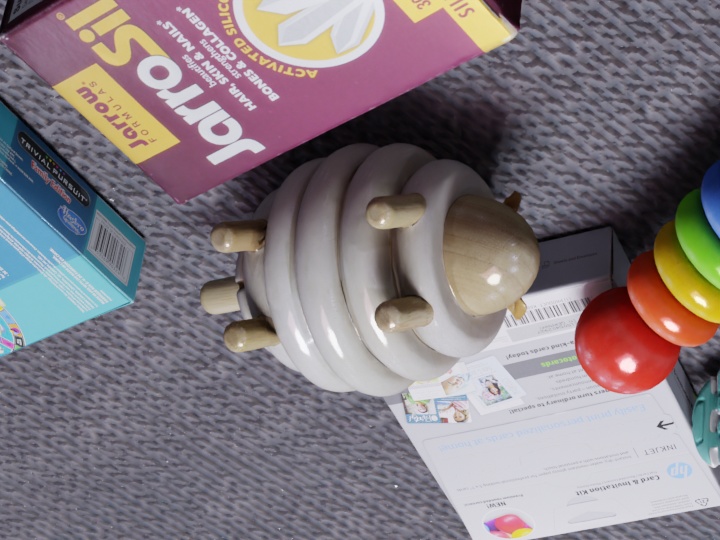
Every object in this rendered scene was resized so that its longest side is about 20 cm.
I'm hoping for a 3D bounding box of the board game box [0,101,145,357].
[{"bbox_3d":[-0.239,-0.012,1.234,0.199,0.047,0.151,-21,130,29],"label":"board game box"}]

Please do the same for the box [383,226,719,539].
[{"bbox_3d":[0.100,0.070,1.275,0.155,0.041,0.201,-13,133,22],"label":"box"}]

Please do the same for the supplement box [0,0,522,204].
[{"bbox_3d":[-0.042,-0.137,1.025,0.199,0.104,0.131,-25,129,32],"label":"supplement box"}]

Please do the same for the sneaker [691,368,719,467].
[{"bbox_3d":[0.282,0.068,1.235,0.199,0.078,0.091,-16,149,29],"label":"sneaker"}]

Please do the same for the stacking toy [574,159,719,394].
[{"bbox_3d":[0.179,-0.008,1.123,0.085,0.086,0.200,28,125,-21],"label":"stacking toy"}]

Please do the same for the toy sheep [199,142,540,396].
[{"bbox_3d":[0.000,0.000,1.150,0.199,0.139,0.138,-3,139,32],"label":"toy sheep"}]
